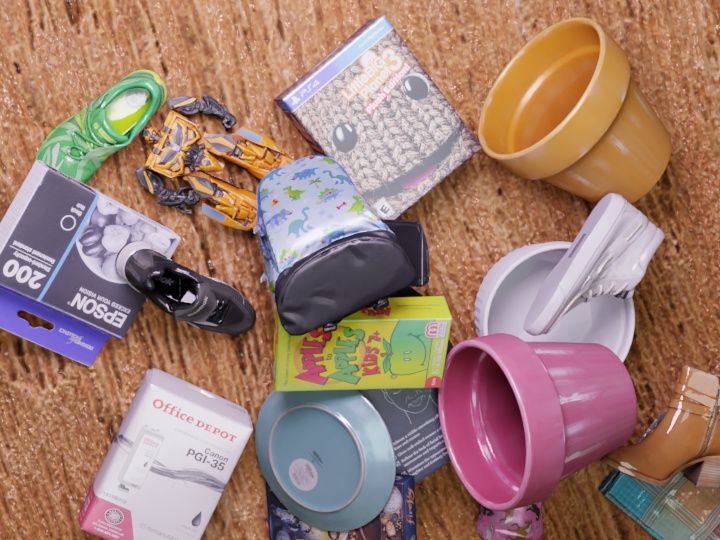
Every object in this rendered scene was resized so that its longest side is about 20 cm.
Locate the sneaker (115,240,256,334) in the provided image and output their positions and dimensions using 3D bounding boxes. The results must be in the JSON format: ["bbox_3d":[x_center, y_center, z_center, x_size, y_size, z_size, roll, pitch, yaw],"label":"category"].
[{"bbox_3d":[-0.199,0.036,1.450,0.200,0.090,0.067,32,92,-35],"label":"sneaker"}]

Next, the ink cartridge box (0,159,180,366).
[{"bbox_3d":[-0.343,0.002,1.431,0.198,0.043,0.201,29,93,-37],"label":"ink cartridge box"}]

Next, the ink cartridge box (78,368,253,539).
[{"bbox_3d":[-0.240,0.244,1.497,0.146,0.083,0.201,25,93,-12],"label":"ink cartridge box"}]

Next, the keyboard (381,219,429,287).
[{"bbox_3d":[0.000,0.000,1.469,0.021,0.199,0.128,-6,99,-51],"label":"keyboard"}]

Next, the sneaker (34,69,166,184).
[{"bbox_3d":[-0.313,-0.163,1.427,0.200,0.084,0.074,-45,103,0],"label":"sneaker"}]

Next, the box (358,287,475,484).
[{"bbox_3d":[0.056,0.145,1.524,0.148,0.107,0.201,-31,103,-4],"label":"box"}]

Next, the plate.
[{"bbox_3d":[-0.050,0.226,1.471,0.199,0.026,0.202,7,105,27],"label":"plate"}]

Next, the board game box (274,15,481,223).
[{"bbox_3d":[0.020,-0.181,1.477,0.159,0.097,0.200,-40,103,-3],"label":"board game box"}]

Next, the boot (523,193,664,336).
[{"bbox_3d":[0.286,0.013,1.456,0.095,0.074,0.201,35,90,-7],"label":"boot"}]

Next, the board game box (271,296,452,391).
[{"bbox_3d":[0.000,0.086,1.408,0.198,0.048,0.102,-1,124,-10],"label":"board game box"}]

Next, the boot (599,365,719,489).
[{"bbox_3d":[0.412,0.201,1.592,0.199,0.074,0.156,8,98,-25],"label":"boot"}]

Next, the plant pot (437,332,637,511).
[{"bbox_3d":[0.214,0.163,1.415,0.178,0.200,0.202,-11,100,-25],"label":"plant pot"}]

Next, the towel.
[{"bbox_3d":[0.444,0.305,1.660,0.200,0.022,0.147,40,90,-13],"label":"towel"}]

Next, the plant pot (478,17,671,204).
[{"bbox_3d":[0.278,-0.175,1.487,0.183,0.200,0.201,34,91,-28],"label":"plant pot"}]

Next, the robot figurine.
[{"bbox_3d":[-0.172,-0.126,1.470,0.199,0.058,0.146,25,92,-13],"label":"robot figurine"}]

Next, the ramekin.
[{"bbox_3d":[0.238,0.058,1.546,0.199,0.105,0.202,-1,98,-11],"label":"ramekin"}]

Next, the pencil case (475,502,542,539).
[{"bbox_3d":[0.205,0.261,1.581,0.082,0.086,0.202,1,99,-42],"label":"pencil case"}]

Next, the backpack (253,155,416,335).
[{"bbox_3d":[-0.046,-0.039,1.381,0.162,0.200,0.154,-24,113,0],"label":"backpack"}]

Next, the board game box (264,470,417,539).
[{"bbox_3d":[-0.025,0.315,1.512,0.199,0.035,0.137,1,100,29],"label":"board game box"}]
